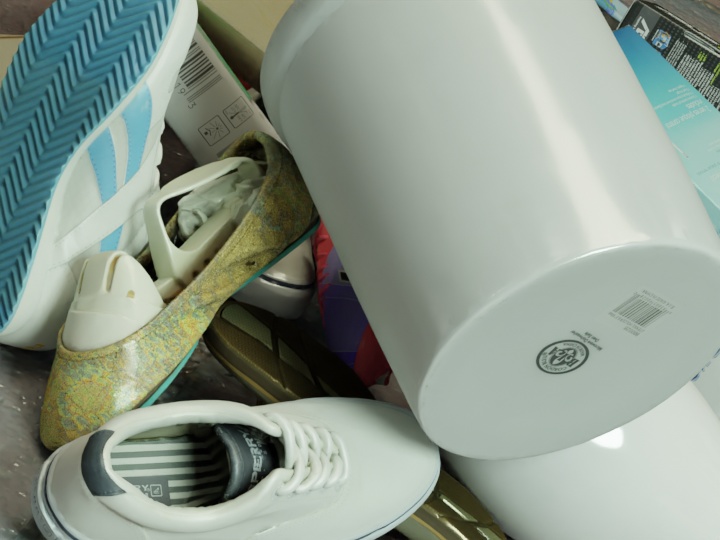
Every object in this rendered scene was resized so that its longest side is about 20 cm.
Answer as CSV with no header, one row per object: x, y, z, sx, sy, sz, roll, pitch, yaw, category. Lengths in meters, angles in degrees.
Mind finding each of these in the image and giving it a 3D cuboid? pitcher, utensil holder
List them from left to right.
0.063,-0.036,1.173,0.170,0.170,0.200,7,46,-37,utensil holder
0.134,0.100,1.304,0.200,0.121,0.172,34,2,-8,pitcher

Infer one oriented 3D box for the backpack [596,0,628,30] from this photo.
0.157,-0.098,1.665,0.200,0.163,0.154,31,9,-7,backpack

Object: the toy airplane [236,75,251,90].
-0.135,-0.202,1.585,0.200,0.141,0.199,12,57,-60,toy airplane

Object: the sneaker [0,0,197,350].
-0.132,-0.056,1.226,0.076,0.200,0.081,31,7,34,sneaker

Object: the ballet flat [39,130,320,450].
-0.095,0.003,1.203,0.071,0.071,0.200,34,56,16,ballet flat

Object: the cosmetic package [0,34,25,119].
-0.213,-0.059,1.259,0.073,0.104,0.200,43,27,29,cosmetic package

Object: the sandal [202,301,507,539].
-0.008,0.094,1.228,0.200,0.054,0.080,44,17,2,sandal

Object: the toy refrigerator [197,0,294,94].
-0.052,-0.149,1.394,0.200,0.070,0.076,38,-13,-16,toy refrigerator

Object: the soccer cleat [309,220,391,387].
0.000,0.000,1.348,0.076,0.067,0.200,16,30,5,soccer cleat

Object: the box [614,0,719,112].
0.181,-0.034,1.491,0.160,0.200,0.044,34,13,17,box

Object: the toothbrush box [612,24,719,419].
0.161,-0.013,1.408,0.200,0.146,0.085,46,37,16,toothbrush box

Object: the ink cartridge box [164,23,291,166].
-0.109,-0.121,1.374,0.161,0.050,0.200,53,1,-34,ink cartridge box

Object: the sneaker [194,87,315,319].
-0.058,-0.046,1.430,0.073,0.071,0.200,17,25,-21,sneaker

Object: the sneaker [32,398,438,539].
-0.042,0.091,1.113,0.200,0.071,0.073,-7,76,-33,sneaker
